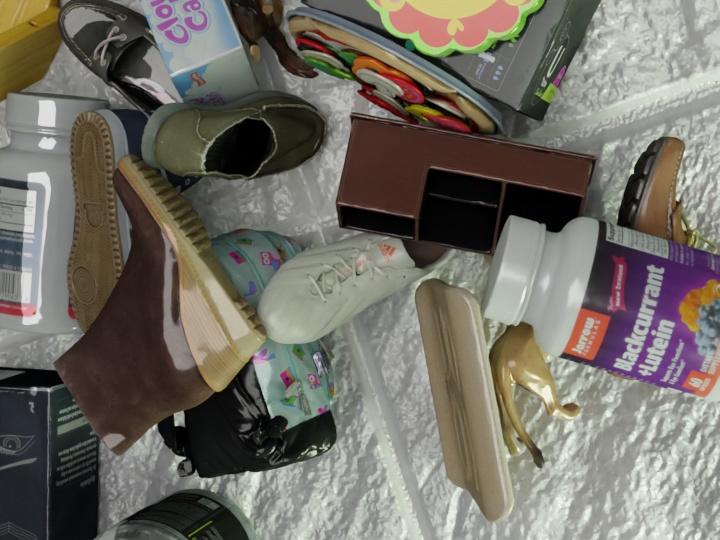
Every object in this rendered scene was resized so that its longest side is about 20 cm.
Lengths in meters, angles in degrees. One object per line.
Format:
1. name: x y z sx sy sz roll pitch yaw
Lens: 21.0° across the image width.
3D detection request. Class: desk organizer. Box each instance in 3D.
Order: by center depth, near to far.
1. desk organizer: 0.083 -0.062 1.560 0.199 0.072 0.077 10 75 4

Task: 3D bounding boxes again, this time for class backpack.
1. backpack: -0.100 0.067 1.650 0.166 0.126 0.201 -15 88 47

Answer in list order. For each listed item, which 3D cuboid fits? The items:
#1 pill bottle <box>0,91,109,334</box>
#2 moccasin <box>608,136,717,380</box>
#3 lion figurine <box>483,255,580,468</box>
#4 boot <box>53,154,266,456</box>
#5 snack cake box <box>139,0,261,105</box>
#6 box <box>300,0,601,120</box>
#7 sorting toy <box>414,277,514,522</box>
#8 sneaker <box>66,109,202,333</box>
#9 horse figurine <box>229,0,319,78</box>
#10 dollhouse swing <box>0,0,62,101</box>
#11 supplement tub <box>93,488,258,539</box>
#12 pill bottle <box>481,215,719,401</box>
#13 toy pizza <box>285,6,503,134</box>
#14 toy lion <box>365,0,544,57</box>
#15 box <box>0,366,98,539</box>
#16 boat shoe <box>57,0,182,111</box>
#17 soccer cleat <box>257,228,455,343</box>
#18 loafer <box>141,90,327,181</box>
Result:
1. pill bottle: -0.270 -0.052 1.699 0.119 0.120 0.201 7 97 14
2. moccasin: 0.247 -0.008 1.590 0.077 0.074 0.203 5 94 0
3. lion figurine: 0.137 0.053 1.582 0.072 0.201 0.123 -14 126 20
4. boot: -0.188 0.028 1.564 0.166 0.072 0.201 -35 82 14
5. snack cake box: -0.155 -0.239 1.624 0.067 0.115 0.201 -22 74 -3
6. box: 0.078 -0.221 1.572 0.199 0.148 0.125 27 98 11
7. sorting toy: 0.089 0.099 1.587 0.036 0.200 0.186 -11 93 -7
8. sneaker: -0.189 -0.041 1.649 0.070 0.108 0.201 14 109 37
9. horse figurine: -0.098 -0.250 1.644 0.050 0.133 0.201 -24 102 4
10. dollhouse swing: -0.359 -0.271 1.684 0.199 0.182 0.176 32 123 10
11. supplement tub: -0.169 0.264 1.660 0.122 0.200 0.123 1 95 15
12. pill bottle: 0.200 0.023 1.509 0.199 0.111 0.112 16 99 -1
13. toy pizza: 0.023 -0.152 1.569 0.199 0.200 0.032 28 87 11
14. toy lion: 0.046 -0.261 1.476 0.199 0.069 0.193 6 95 12
15. box: -0.345 0.190 1.743 0.195 0.117 0.201 3 95 14
16. boat shoe: -0.181 -0.172 1.683 0.200 0.057 0.067 37 98 0
17. soccer cleat: 0.000 0.000 1.600 0.077 0.199 0.070 -23 93 54
18. loafer: -0.092 -0.102 1.608 0.069 0.199 0.076 28 116 34
